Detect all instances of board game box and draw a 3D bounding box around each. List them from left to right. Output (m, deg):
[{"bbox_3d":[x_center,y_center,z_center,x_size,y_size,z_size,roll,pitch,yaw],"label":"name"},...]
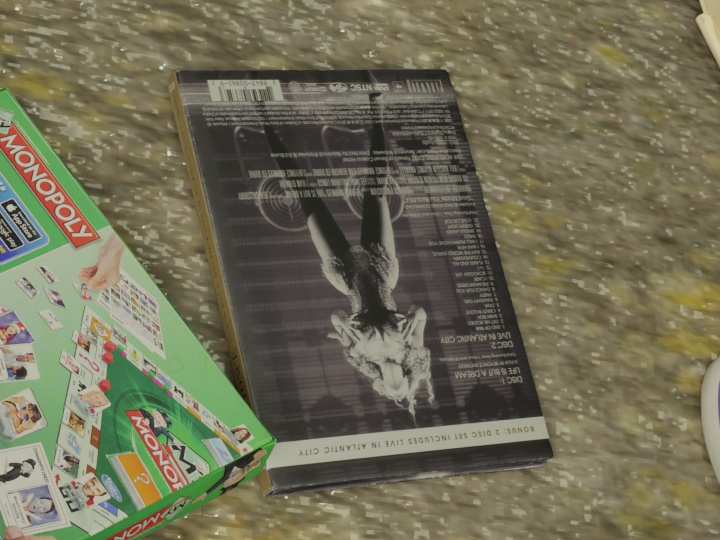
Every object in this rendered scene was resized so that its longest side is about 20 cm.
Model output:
[{"bbox_3d":[-0.145,0.026,0.858,0.134,0.029,0.200,-25,66,-35],"label":"board game box"}]

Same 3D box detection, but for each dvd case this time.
[{"bbox_3d":[0.000,0.000,0.982,0.148,0.016,0.202,-3,68,-30],"label":"dvd case"}]

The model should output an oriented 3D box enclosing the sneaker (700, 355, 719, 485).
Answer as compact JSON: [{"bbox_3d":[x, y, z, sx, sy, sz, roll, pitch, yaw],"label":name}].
[{"bbox_3d":[0.249,0.104,0.981,0.080,0.146,0.201,-16,75,-32],"label":"sneaker"}]

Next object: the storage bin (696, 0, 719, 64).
[{"bbox_3d":[0.305,-0.112,1.138,0.199,0.094,0.200,-18,76,-32],"label":"storage bin"}]
